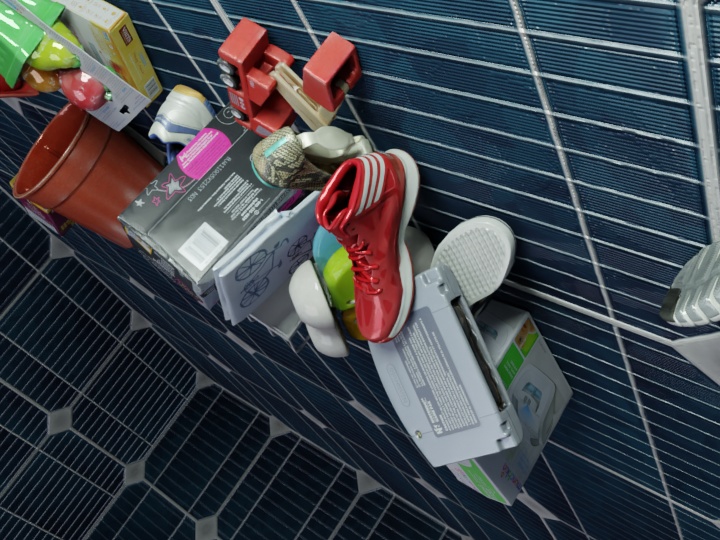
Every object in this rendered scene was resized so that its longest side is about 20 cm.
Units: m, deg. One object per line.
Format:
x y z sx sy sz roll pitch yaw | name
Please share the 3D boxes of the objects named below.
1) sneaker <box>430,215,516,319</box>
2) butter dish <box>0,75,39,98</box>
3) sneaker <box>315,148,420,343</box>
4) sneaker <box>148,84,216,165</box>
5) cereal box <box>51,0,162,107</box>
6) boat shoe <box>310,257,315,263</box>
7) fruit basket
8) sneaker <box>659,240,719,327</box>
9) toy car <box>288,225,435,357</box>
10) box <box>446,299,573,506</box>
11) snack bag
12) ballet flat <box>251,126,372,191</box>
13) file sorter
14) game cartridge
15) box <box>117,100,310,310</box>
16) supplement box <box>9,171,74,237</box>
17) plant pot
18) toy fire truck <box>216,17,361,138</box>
0.116 0.001 0.925 0.078 0.079 0.201 37 138 8 | sneaker
-0.606 -0.353 1.289 0.199 0.149 0.199 29 -158 16 | butter dish
-0.005 -0.019 0.852 0.078 0.202 0.115 11 -166 41 | sneaker
-0.214 -0.151 1.131 0.075 0.089 0.200 22 159 34 | sneaker
-0.353 -0.302 1.084 0.199 0.040 0.144 30 160 20 | cereal box
-0.077 -0.034 1.208 0.200 0.072 0.068 43 168 -1 | boat shoe
-0.359 -0.253 1.049 0.199 0.094 0.185 29 164 -23 | fruit basket
0.307 0.026 0.611 0.115 0.075 0.200 34 162 -1 | sneaker
0.000 0.000 1.043 0.200 0.174 0.151 70 179 -61 | toy car
0.160 0.162 1.066 0.096 0.177 0.200 17 154 41 | box
-0.095 -0.029 1.040 0.021 0.200 0.189 43 163 13 | snack bag
-0.029 -0.111 0.869 0.068 0.075 0.199 60 -156 16 | ballet flat
-0.145 0.017 1.350 0.199 0.139 0.125 32 165 15 | file sorter
0.079 0.106 0.915 0.133 0.041 0.202 -25 89 46 | game cartridge
-0.168 -0.075 1.033 0.132 0.200 0.115 38 164 9 | box
-0.664 -0.175 1.862 0.103 0.131 0.200 36 164 0 | supplement box
-0.419 -0.149 1.387 0.195 0.202 0.200 38 165 -34 | plant pot
-0.070 -0.179 0.846 0.140 0.049 0.200 32 163 10 | toy fire truck
